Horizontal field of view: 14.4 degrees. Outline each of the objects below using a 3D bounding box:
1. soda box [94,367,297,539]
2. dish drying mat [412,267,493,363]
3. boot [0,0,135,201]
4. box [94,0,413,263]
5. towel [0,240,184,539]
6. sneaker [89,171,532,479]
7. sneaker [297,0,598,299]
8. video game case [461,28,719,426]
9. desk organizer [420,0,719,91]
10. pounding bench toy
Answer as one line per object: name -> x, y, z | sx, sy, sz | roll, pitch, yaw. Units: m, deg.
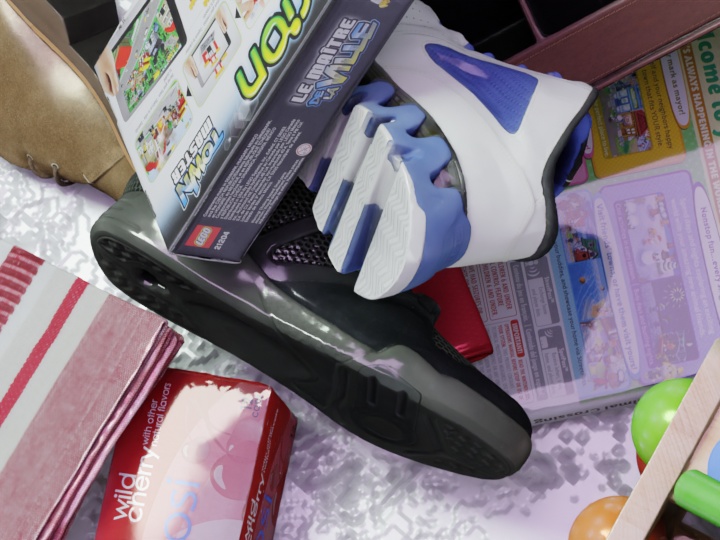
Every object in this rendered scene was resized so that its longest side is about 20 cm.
soda box -> -0.081, 0.144, 1.195 | 0.063, 0.070, 0.200 | 9, 77, 11
dish drying mat -> -0.013, -0.038, 1.242 | 0.077, 0.018, 0.200 | -26, 70, 8
boot -> -0.115, -0.060, 1.267 | 0.075, 0.074, 0.200 | -45, 78, 25
box -> -0.031, -0.111, 1.089 | 0.200, 0.035, 0.110 | -55, 43, 33
towel -> -0.180, 0.052, 1.220 | 0.200, 0.023, 0.144 | 25, 79, 38
sneaker -> 0.000, 0.000, 1.176 | 0.199, 0.076, 0.114 | 32, 66, 7
sneaker -> 0.026, -0.065, 1.138 | 0.115, 0.081, 0.200 | 1, 45, -30
video game case -> 0.089, -0.036, 1.248 | 0.182, 0.022, 0.200 | -12, 74, 4
desk organizer -> 0.095, -0.130, 1.182 | 0.200, 0.077, 0.072 | -28, 38, 15
pounding bench toy -> 0.163, 0.110, 1.109 | 0.156, 0.200, 0.124 | 28, 81, 12
